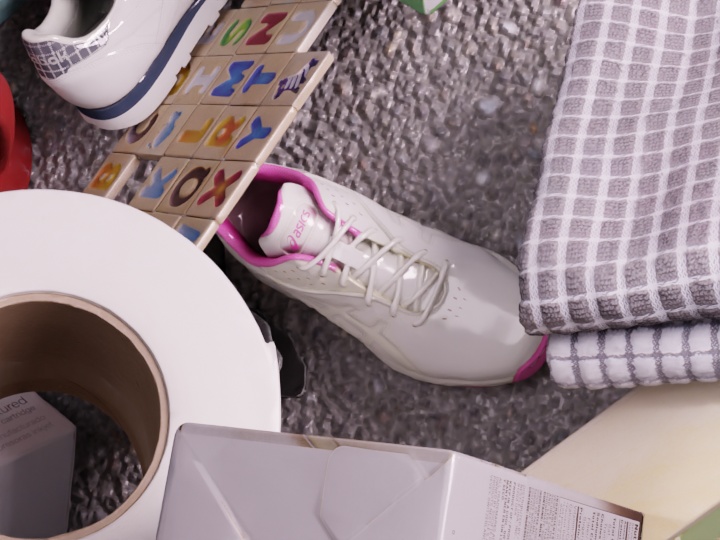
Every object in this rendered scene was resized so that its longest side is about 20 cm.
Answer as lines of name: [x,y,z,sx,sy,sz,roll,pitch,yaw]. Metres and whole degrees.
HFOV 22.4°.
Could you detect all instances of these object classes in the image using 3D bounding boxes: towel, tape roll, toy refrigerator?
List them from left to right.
tape roll: [-0.141,0.083,0.804,0.201,0.139,0.204,4,69,-9]
toy refrigerator: [0.109,0.117,0.814,0.200,0.076,0.070,-38,64,15]
towel: [0.160,-0.048,0.774,0.165,0.086,0.201,-9,43,26]

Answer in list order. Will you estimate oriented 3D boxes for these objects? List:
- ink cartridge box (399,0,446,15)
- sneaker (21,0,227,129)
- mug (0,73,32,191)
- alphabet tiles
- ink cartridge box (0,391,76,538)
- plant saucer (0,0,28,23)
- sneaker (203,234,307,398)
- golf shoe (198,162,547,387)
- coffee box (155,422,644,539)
ink cartridge box: [0.005,-0.238,0.914,0.200,0.084,0.145,35,66,29]
sneaker: [-0.109,-0.176,0.980,0.076,0.081,0.201,11,68,37]
mug: [-0.265,-0.069,0.982,0.177,0.200,0.134,25,90,29]
alphabet tiles: [-0.074,-0.083,0.928,0.201,0.008,0.167,-57,28,-14]
ink cartridge box: [-0.269,0.088,0.962,0.200,0.145,0.088,33,129,32]
plant saucer: [-0.168,-0.193,0.989,0.036,0.200,0.200,43,102,-7]
sneaker: [-0.127,0.045,0.964,0.199,0.060,0.105,-19,66,20]
golf shoe: [0.000,0.000,0.890,0.199,0.091,0.076,23,88,28]
coffee box: [0.021,0.115,0.702,0.114,0.200,0.080,4,79,28]
